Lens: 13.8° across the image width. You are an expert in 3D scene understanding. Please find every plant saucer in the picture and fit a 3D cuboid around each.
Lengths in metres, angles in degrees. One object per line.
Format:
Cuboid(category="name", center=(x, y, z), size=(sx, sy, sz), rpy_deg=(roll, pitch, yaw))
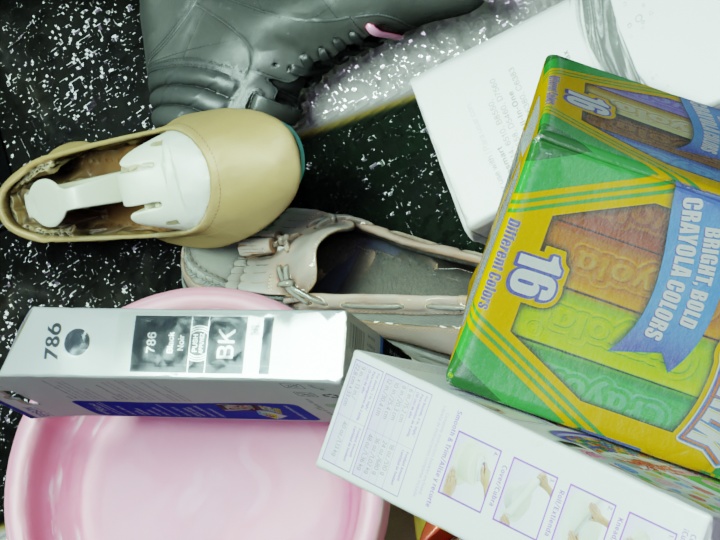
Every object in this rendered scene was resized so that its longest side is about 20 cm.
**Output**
Cuboid(category="plant saucer", center=(-0.076, 0.110, 1.463), size=(0.200, 0.051, 0.201), rpy_deg=(-5, 75, 19))

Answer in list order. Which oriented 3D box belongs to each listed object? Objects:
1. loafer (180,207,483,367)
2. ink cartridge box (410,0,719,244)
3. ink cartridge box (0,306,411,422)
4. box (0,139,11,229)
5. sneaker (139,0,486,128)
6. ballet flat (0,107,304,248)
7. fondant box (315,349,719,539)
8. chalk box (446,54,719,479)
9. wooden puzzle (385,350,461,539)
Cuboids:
Cuboid(category="loafer", center=(0.000, 0.000, 1.479), size=(0.199, 0.063, 0.072), rpy_deg=(14, 57, 20))
Cuboid(category="ink cartridge box", center=(0.142, -0.086, 1.404), size=(0.200, 0.146, 0.085), rpy_deg=(-25, 76, 15))
Cuboid(category="ink cartridge box", center=(-0.084, 0.045, 1.400), size=(0.199, 0.099, 0.039), rpy_deg=(-1, 76, 18))
Cuboid(category="box", center=(-0.262, -0.092, 1.524), size=(0.079, 0.200, 0.142), rpy_deg=(-23, 75, 15))
Cuboid(category="sneaker", center=(-0.024, -0.107, 1.513), size=(0.199, 0.071, 0.100), rpy_deg=(-1, 84, 26))
Cuboid(category="ballet flat", center=(-0.110, -0.038, 1.494), size=(0.200, 0.063, 0.069), rpy_deg=(-10, 93, 48))
Cuboid(category="fondant box", center=(0.101, 0.100, 1.271), size=(0.200, 0.144, 0.058), rpy_deg=(22, 96, 39))
Cuboid(category="chalk box", center=(0.153, 0.008, 1.283), size=(0.199, 0.124, 0.125), rpy_deg=(18, 112, 1))
Cuboid(category="wooden puzzle", center=(-0.005, 0.137, 1.480), size=(0.185, 0.046, 0.201), rpy_deg=(19, 89, 21))
